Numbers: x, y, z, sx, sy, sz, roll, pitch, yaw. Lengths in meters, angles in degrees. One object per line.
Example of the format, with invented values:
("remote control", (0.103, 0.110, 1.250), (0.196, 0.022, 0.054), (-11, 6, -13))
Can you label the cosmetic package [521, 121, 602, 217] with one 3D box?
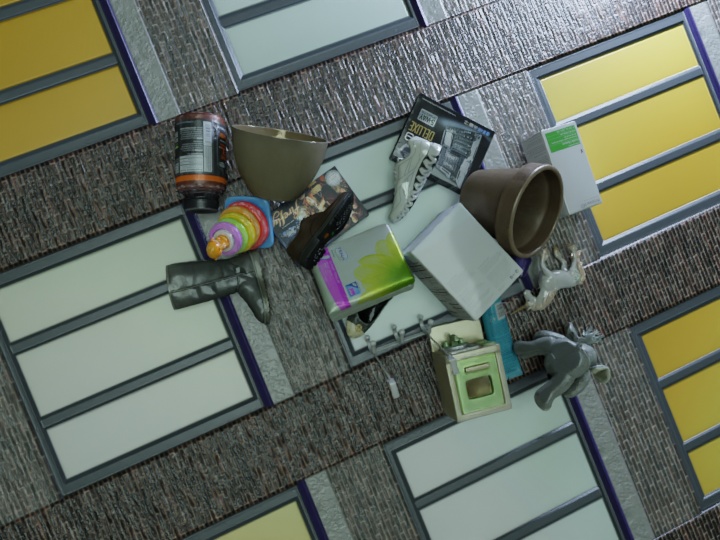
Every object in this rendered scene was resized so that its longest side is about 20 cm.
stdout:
("cosmetic package", (0.466, -0.228, 1.300), (0.107, 0.085, 0.201), (-21, 90, -20))

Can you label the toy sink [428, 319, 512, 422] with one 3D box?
("toy sink", (0.241, 0.215, 1.243), (0.129, 0.112, 0.202), (-11, 89, -8))

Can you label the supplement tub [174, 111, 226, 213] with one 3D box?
("supplement tub", (-0.338, -0.225, 1.185), (0.106, 0.107, 0.202), (-1, 89, -8))

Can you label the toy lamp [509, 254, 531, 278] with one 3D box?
("toy lamp", (0.378, -0.083, 1.302), (0.058, 0.058, 0.202), (9, 87, -7))

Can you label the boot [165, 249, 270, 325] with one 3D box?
("boot", (-0.302, 0.051, 1.196), (0.198, 0.073, 0.183), (-14, 76, -15))

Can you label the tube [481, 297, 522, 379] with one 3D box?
("tube", (0.320, 0.157, 1.291), (0.077, 0.050, 0.202), (-16, 94, -12))

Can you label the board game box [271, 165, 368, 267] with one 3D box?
("board game box", (-0.098, -0.119, 1.249), (0.200, 0.035, 0.136), (-37, 93, -8))

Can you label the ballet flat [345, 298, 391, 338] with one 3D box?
("ballet flat", (0.034, 0.066, 1.245), (0.066, 0.057, 0.201), (39, 84, -22))

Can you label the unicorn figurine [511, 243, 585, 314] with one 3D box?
("unicorn figurine", (0.444, 0.016, 1.297), (0.198, 0.074, 0.139), (-10, 89, -8))

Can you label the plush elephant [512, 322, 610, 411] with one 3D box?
("plush elephant", (0.470, 0.206, 1.264), (0.200, 0.155, 0.165), (-37, 55, 19))

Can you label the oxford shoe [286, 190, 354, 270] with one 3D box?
("oxford shoe", (-0.087, -0.102, 1.196), (0.084, 0.073, 0.200), (29, 68, 24))

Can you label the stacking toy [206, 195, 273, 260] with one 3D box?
("stacking toy", (-0.261, -0.070, 1.131), (0.109, 0.200, 0.117), (3, 114, 13))

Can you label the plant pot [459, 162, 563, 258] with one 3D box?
("plant pot", (0.315, -0.147, 1.222), (0.199, 0.174, 0.202), (-22, 124, -37))

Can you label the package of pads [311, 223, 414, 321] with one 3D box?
("package of pads", (0.000, 0.000, 1.210), (0.199, 0.068, 0.155), (-22, 65, -2))

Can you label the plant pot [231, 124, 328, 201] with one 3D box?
("plant pot", (-0.176, -0.221, 1.177), (0.199, 0.200, 0.136), (8, 107, -7))

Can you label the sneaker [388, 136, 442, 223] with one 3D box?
("sneaker", (0.104, -0.200, 1.240), (0.081, 0.075, 0.201), (27, 111, 1))

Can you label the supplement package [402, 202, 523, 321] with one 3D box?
("supplement package", (0.213, -0.016, 1.228), (0.152, 0.151, 0.200), (-44, 94, -6))

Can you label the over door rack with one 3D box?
("over door rack", (0.102, 0.166, 1.184), (0.147, 0.200, 0.067), (-19, 117, -7))

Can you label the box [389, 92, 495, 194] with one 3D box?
("box", (0.186, -0.288, 1.287), (0.199, 0.050, 0.159), (26, 85, -6))
